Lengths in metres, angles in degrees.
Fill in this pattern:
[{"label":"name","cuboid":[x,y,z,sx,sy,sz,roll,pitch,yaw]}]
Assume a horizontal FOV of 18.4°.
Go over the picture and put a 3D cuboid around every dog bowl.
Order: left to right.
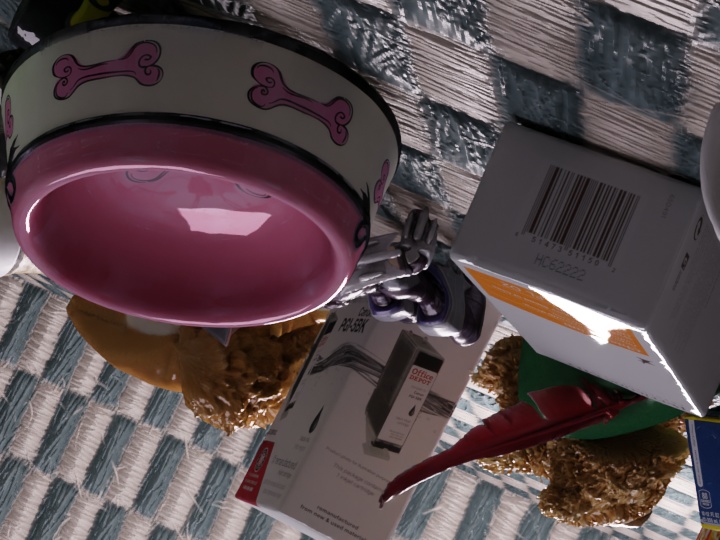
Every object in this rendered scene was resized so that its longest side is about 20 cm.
[{"label":"dog bowl","cuboid":[-0.082,-0.040,1.089,0.200,0.074,0.200,5,151,3]}]

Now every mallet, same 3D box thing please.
[{"label":"mallet","cuboid":[-0.134,-0.134,1.068,0.066,0.041,0.200,27,167,-4]}]

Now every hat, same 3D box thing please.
[{"label":"hat","cuboid":[0.123,0.091,1.255,0.200,0.176,0.166,25,173,-5]}]

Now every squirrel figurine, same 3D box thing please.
[{"label":"squirrel figurine","cuboid":[-0.086,0.055,1.705,0.200,0.142,0.187,49,-165,32]}]

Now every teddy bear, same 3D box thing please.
[{"label":"teddy bear","cuboid":[0.136,0.094,1.350,0.145,0.067,0.200,-17,-150,-24]}]

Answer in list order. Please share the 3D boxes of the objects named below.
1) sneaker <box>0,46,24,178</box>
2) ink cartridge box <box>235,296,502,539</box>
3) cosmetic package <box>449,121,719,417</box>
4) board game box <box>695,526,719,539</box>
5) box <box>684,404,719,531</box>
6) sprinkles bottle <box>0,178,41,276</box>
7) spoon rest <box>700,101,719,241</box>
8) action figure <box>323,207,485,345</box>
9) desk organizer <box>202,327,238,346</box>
[{"label":"sneaker","cuboid":[-0.142,-0.056,1.356,0.200,0.091,0.066,26,-147,7]},{"label":"ink cartridge box","cuboid":[0.004,0.092,1.559,0.083,0.200,0.147,29,171,-13]},{"label":"cosmetic package","cuboid":[0.121,0.004,1.073,0.101,0.071,0.200,21,172,21]},{"label":"board game box","cuboid":[0.273,0.180,1.317,0.151,0.200,0.046,24,-169,5]},{"label":"box","cuboid":[0.268,0.109,1.191,0.064,0.070,0.200,-16,-170,-35]},{"label":"sprinkles bottle","cuboid":[-0.185,-0.030,1.525,0.200,0.068,0.068,-1,-170,-39]},{"label":"spoon rest","cuboid":[0.212,0.001,0.809,0.200,0.061,0.099,22,172,22]},{"label":"action figure","cuboid":[0.000,0.000,1.351,0.130,0.070,0.200,-1,171,28]},{"label":"desk organizer","cuboid":[-0.131,-0.051,1.440,0.200,0.077,0.072,38,143,16]}]
